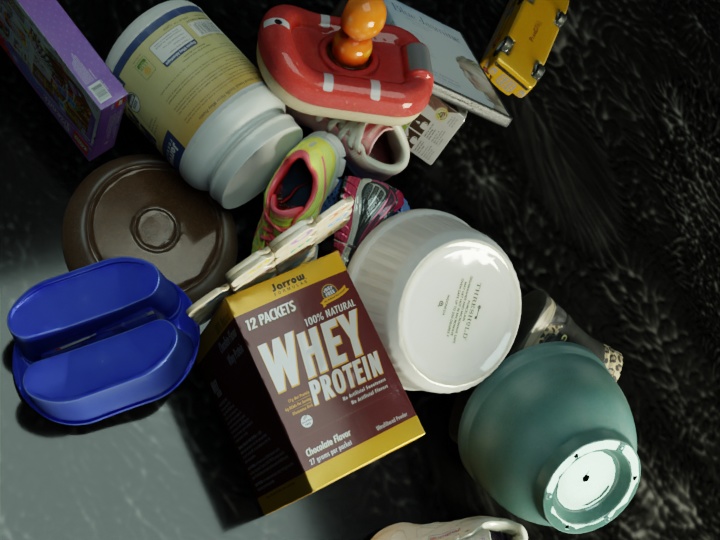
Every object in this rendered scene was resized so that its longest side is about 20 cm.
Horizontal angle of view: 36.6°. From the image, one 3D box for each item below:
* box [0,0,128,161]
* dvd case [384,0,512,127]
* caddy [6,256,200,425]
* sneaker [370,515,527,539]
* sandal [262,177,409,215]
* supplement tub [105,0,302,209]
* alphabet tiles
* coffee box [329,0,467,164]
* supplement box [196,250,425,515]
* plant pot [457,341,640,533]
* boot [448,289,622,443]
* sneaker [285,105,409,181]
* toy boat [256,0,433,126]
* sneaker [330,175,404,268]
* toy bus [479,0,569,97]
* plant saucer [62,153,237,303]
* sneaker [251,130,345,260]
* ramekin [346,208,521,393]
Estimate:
[{"bbox_3d":[-0.332,-0.231,1.178,0.039,0.137,0.201,-37,88,-26],"label":"box"},{"bbox_3d":[0.099,-0.260,1.334,0.141,0.018,0.201,17,34,-33],"label":"dvd case"},{"bbox_3d":[-0.264,0.074,1.117,0.197,0.105,0.143,-18,74,-6],"label":"caddy"},{"bbox_3d":[0.089,0.302,1.181,0.197,0.100,0.076,-10,78,-22],"label":"sneaker"},{"bbox_3d":[-0.019,-0.081,1.276,0.197,0.087,0.081,19,68,-12],"label":"sandal"},{"bbox_3d":[-0.172,-0.181,1.203,0.144,0.145,0.200,-38,78,-27],"label":"supplement tub"},{"bbox_3d":[-0.087,-0.005,1.092,0.194,0.200,0.015,-36,84,-8],"label":"alphabet tiles"},{"bbox_3d":[0.033,-0.234,1.325,0.199,0.080,0.113,33,31,-8],"label":"coffee box"},{"bbox_3d":[-0.062,0.122,1.128,0.131,0.197,0.202,-22,80,-24],"label":"supplement box"},{"bbox_3d":[0.221,0.199,1.190,0.197,0.134,0.203,-8,118,-16],"label":"plant pot"},{"bbox_3d":[0.206,0.139,1.275,0.149,0.073,0.202,29,94,-25],"label":"boot"},{"bbox_3d":[-0.021,-0.178,1.233,0.200,0.104,0.076,43,78,-18],"label":"sneaker"},{"bbox_3d":[-0.010,-0.242,1.161,0.197,0.132,0.132,5,50,-14],"label":"toy boat"},{"bbox_3d":[0.000,0.000,1.214,0.073,0.081,0.203,8,101,-3],"label":"sneaker"},{"bbox_3d":[0.212,-0.304,1.422,0.065,0.078,0.202,36,54,-14],"label":"toy bus"},{"bbox_3d":[-0.229,-0.041,1.212,0.197,0.034,0.204,7,70,-19],"label":"plant saucer"},{"bbox_3d":[-0.083,-0.056,1.199,0.077,0.090,0.203,22,107,13],"label":"sneaker"},{"bbox_3d":[0.084,0.038,1.176,0.199,0.094,0.206,-5,100,-27],"label":"ramekin"}]
